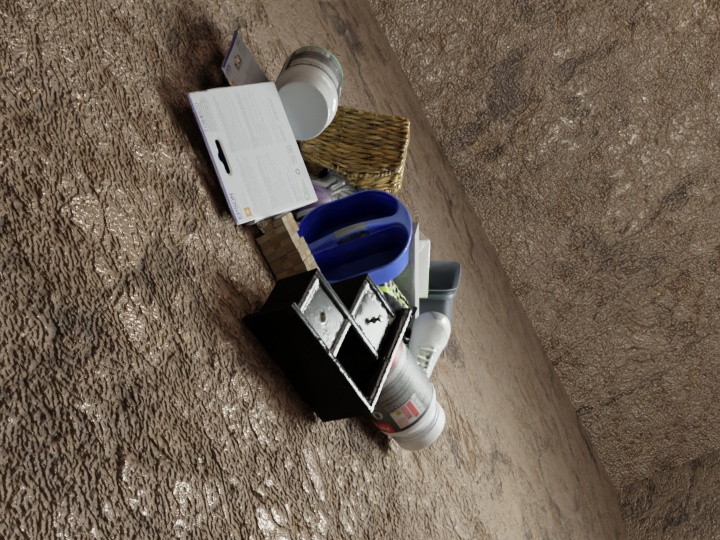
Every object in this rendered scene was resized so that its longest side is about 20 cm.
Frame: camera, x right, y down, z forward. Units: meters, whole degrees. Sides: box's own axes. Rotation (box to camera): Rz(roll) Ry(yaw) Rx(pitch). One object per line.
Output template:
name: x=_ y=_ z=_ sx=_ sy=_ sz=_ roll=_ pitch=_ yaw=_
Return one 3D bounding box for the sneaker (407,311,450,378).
sneaker: x=0.110 y=0.157 z=1.580 sx=0.081 sy=0.069 sz=0.203 roll=-81 pitch=-172 yaw=-48

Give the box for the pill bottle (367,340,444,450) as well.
pill bottle: x=0.051 y=0.188 z=1.414 sx=0.201 sy=0.114 sz=0.117 roll=54 pitch=18 yaw=-32

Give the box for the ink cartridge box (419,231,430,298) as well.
ink cartridge box: x=0.078 y=-0.031 z=1.786 sx=0.200 sy=0.066 sz=0.120 roll=-128 pitch=-143 yaw=-69

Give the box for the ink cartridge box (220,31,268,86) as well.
ink cartridge box: x=-0.177 y=-0.276 z=1.487 sx=0.202 sy=0.040 sz=0.201 roll=56 pitch=17 yaw=-26

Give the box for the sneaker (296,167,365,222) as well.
sneaker: x=-0.033 y=-0.139 z=1.565 sx=0.197 sy=0.075 sz=0.090 roll=-6 pitch=82 yaw=-45

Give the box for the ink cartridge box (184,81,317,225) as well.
ink cartridge box: x=-0.166 y=-0.172 z=1.319 sx=0.199 sy=0.040 sz=0.203 roll=-22 pitch=92 yaw=-54

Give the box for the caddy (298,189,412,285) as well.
caddy: x=-0.010 y=-0.047 z=1.450 sx=0.105 sy=0.196 sz=0.144 roll=70 pitch=2 yaw=-67

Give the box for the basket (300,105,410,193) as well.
basket: x=-0.013 y=-0.205 z=1.670 sx=0.149 sy=0.195 sz=0.146 roll=102 pitch=-2 yaw=-69

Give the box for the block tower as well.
block tower: x=-0.086 y=0.018 z=1.339 sx=0.203 sy=0.053 sz=0.058 roll=64 pitch=16 yaw=-7

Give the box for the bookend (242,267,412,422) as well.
bookend: x=-0.037 y=0.064 z=1.237 sx=0.200 sy=0.091 sz=0.202 roll=55 pitch=39 yaw=-25

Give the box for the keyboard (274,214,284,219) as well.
keyboard: x=-0.134 y=-0.136 z=1.504 sx=0.201 sy=0.010 sz=0.057 roll=-88 pitch=154 yaw=-58

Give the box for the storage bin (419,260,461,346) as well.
storage bin: x=0.139 y=0.073 z=1.880 sx=0.200 sy=0.142 sz=0.138 roll=-62 pitch=151 yaw=-71

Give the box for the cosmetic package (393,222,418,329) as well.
cosmetic package: x=0.066 y=0.009 z=1.634 sx=0.051 sy=0.081 sz=0.204 roll=-64 pitch=157 yaw=-56

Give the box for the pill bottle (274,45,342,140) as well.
pill bottle: x=-0.089 y=-0.296 z=1.490 sx=0.114 sy=0.111 sz=0.201 roll=57 pitch=18 yaw=-22

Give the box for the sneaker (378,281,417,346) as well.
sneaker: x=0.061 y=0.056 z=1.599 sx=0.072 sy=0.081 sz=0.203 roll=-82 pitch=166 yaw=-52

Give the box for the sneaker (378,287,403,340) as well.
sneaker: x=0.025 y=0.111 z=1.509 sx=0.130 sy=0.078 sz=0.202 roll=-107 pitch=175 yaw=-56
